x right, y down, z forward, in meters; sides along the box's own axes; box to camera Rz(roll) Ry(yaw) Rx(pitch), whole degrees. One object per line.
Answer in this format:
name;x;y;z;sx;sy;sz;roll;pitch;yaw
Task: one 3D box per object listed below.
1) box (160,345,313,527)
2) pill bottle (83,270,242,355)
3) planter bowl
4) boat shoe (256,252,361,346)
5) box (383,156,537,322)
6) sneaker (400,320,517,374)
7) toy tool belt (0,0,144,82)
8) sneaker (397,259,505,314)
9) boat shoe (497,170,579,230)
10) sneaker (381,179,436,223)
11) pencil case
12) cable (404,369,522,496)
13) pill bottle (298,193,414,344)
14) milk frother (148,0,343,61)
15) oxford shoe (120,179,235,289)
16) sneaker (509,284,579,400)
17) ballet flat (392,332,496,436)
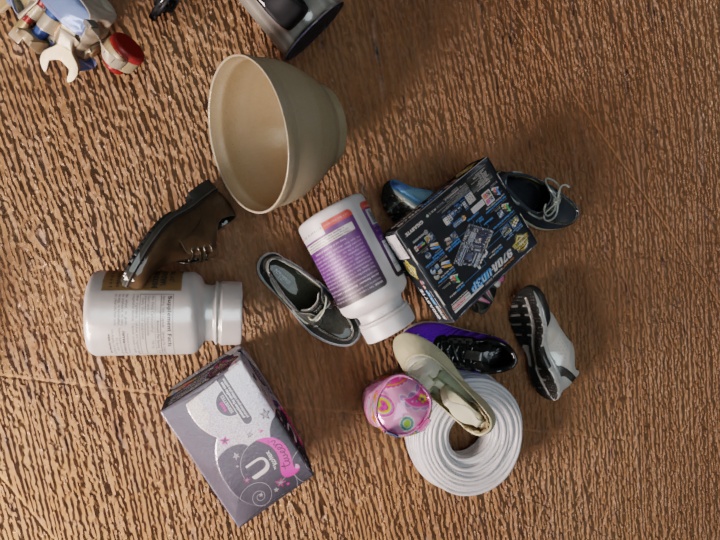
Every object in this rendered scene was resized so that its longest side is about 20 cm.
box;-0.174;0.233;0.793;0.131;0.115;0.202;-31;101;-9
pill bottle;-0.265;0.058;0.758;0.197;0.114;0.116;1;94;-14
planter bowl;-0.104;-0.191;0.755;0.134;0.199;0.203;-18;99;-39
boat shoe;-0.077;0.051;0.825;0.199;0.071;0.072;39;85;-14
box;0.153;-0.047;0.813;0.199;0.046;0.160;-40;103;-19
sneaker;0.161;0.126;0.872;0.197;0.099;0.071;7;92;-11
toy tool belt;-0.386;-0.317;0.715;0.122;0.125;0.201;-35;99;23
sneaker;0.136;0.024;0.874;0.197;0.080;0.088;13;95;-12
boat shoe;0.294;-0.118;0.901;0.198;0.062;0.076;21;79;-24
sneaker;0.123;-0.105;0.874;0.198;0.078;0.091;20;76;-21
pencil case;0.050;0.197;0.801;0.086;0.200;0.089;1;79;-5
cable;0.171;0.266;0.902;0.197;0.069;0.203;19;89;-14
pill bottle;0.000;0.000;0.807;0.110;0.111;0.202;-28;91;-10
milk frother;-0.163;-0.371;0.758;0.199;0.181;0.188;-34;104;35
oxford shoe;-0.237;-0.039;0.738;0.084;0.073;0.201;43;53;-9
sneaker;0.317;0.115;0.936;0.079;0.073;0.203;-24;104;-25
ballet flat;0.123;0.173;0.822;0.200;0.070;0.070;41;84;7
